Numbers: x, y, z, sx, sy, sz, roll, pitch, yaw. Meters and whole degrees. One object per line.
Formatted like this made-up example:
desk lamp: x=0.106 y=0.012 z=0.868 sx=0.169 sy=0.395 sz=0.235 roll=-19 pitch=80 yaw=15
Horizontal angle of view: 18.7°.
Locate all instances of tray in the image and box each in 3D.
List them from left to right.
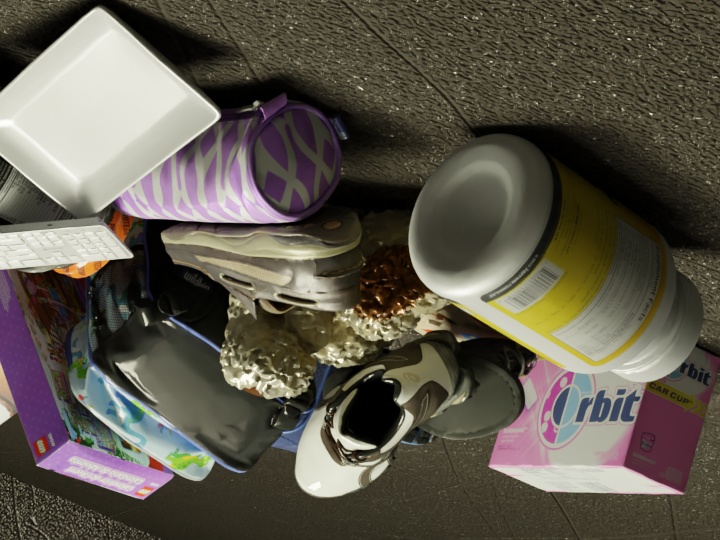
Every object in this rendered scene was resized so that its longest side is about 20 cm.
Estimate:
tray: x=-0.175 y=-0.105 z=1.449 sx=0.107 sy=0.022 sz=0.200 roll=42 pitch=143 yaw=-14

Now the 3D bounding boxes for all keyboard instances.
keyboard: x=-0.264 y=-0.014 z=1.563 sx=0.200 sy=0.011 sz=0.056 roll=-4 pitch=150 yaw=17

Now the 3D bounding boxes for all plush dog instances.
plush dog: x=0.000 y=0.000 z=1.594 sx=0.171 sy=0.161 sz=0.200 roll=-5 pitch=-174 yaw=25

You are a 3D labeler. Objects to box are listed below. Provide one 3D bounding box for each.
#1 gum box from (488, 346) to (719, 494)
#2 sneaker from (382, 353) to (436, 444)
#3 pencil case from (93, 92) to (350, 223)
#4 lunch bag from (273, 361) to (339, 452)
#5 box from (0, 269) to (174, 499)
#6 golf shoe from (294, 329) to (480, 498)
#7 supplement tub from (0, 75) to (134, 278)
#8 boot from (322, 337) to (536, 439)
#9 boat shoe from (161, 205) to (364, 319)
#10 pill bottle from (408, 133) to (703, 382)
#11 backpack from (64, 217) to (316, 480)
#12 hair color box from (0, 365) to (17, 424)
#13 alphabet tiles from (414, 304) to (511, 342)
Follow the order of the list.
gum box: x=0.191 y=0.117 z=1.772 sx=0.066 sy=0.114 sz=0.200 roll=25 pitch=164 yaw=-26
sneaker: x=-0.005 y=0.102 z=2.076 sx=0.200 sy=0.075 sz=0.078 roll=30 pitch=172 yaw=-15
pencil case: x=-0.101 y=-0.075 z=1.477 sx=0.200 sy=0.084 sz=0.086 roll=0 pitch=130 yaw=48
lunch bag: x=-0.091 y=0.073 z=1.887 sx=0.200 sy=0.136 sz=0.132 roll=21 pitch=170 yaw=21
box: x=-0.233 y=0.080 z=1.755 sx=0.039 sy=0.200 sz=0.137 roll=-36 pitch=148 yaw=18
golf shoe: x=-0.004 y=0.113 z=1.643 sx=0.094 sy=0.078 sz=0.200 roll=-19 pitch=159 yaw=-49
supplement tub: x=-0.267 y=-0.076 z=1.589 sx=0.200 sy=0.123 sz=0.122 roll=29 pitch=162 yaw=-37
boot: x=0.085 y=0.081 z=1.738 sx=0.200 sy=0.069 sz=0.174 roll=-1 pitch=-172 yaw=40
boat shoe: x=-0.070 y=-0.003 z=1.496 sx=0.074 sy=0.073 sz=0.200 roll=-18 pitch=-166 yaw=-32
pill bottle: x=0.132 y=0.000 z=1.412 sx=0.112 sy=0.112 sz=0.200 roll=3 pitch=159 yaw=46
backpack: x=-0.143 y=0.050 z=1.728 sx=0.183 sy=0.200 sz=0.147 roll=37 pitch=114 yaw=-28
hair color box: x=-0.341 y=0.043 z=1.791 sx=0.111 sy=0.064 sz=0.200 roll=-36 pitch=132 yaw=18
alphabet tiles: x=0.050 y=0.022 z=1.791 sx=0.200 sy=0.015 sz=0.196 roll=5 pitch=160 yaw=42
